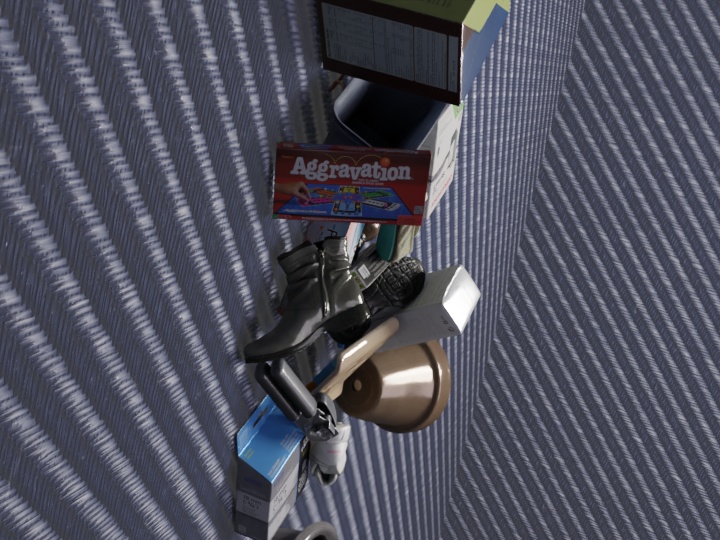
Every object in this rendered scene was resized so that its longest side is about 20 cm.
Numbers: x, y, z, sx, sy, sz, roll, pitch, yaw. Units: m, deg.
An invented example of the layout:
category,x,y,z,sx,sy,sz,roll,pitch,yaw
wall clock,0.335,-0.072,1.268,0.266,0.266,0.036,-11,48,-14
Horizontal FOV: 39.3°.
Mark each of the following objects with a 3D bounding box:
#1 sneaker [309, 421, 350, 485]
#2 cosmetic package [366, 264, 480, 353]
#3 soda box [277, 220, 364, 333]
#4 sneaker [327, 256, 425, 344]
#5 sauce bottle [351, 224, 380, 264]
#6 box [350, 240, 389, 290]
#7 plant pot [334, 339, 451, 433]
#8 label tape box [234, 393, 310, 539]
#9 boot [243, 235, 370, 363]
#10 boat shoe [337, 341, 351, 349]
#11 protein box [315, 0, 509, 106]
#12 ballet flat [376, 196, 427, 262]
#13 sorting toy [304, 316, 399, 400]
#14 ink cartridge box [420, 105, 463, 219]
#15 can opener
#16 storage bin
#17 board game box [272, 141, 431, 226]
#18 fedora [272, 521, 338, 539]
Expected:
category,x,y,z,sx,sy,sz,roll,pitch,yaw
sneaker,-0.063,0.298,1.644,0.200,0.076,0.101,128,-37,-79
cosmetic package,0.094,0.065,1.685,0.074,0.198,0.102,53,45,-22
soda box,-0.052,-0.016,1.473,0.068,0.063,0.203,43,66,-72
sneaker,0.017,0.040,1.647,0.198,0.091,0.077,-33,105,-15
sauce bottle,0.014,-0.093,1.606,0.065,0.064,0.201,88,24,-49
box,0.000,0.000,1.600,0.109,0.035,0.200,-33,-174,32
plant pot,0.042,0.200,1.832,0.173,0.198,0.204,2,106,-55
label tape box,-0.130,0.289,1.527,0.145,0.062,0.203,-53,155,-51
boot,-0.090,0.037,1.382,0.198,0.068,0.133,-25,98,-20
boat shoe,0.024,0.087,1.815,0.085,0.068,0.201,92,22,-43
protein box,0.072,-0.348,1.296,0.136,0.197,0.200,85,28,-53
ballet flat,0.067,-0.098,1.504,0.062,0.068,0.202,-17,142,-29
sorting toy,-0.038,0.164,1.619,0.184,0.037,0.201,-32,164,-53
ink cartridge box,0.115,-0.217,1.776,0.146,0.083,0.203,-54,156,-47
can opener,-0.089,0.185,1.483,0.068,0.052,0.201,-84,152,-42
storage bin,0.009,-0.196,1.398,0.135,0.145,0.201,-49,-175,46
board game box,-0.012,-0.110,1.291,0.020,0.196,0.104,-97,-169,-57
fedora,-0.123,0.503,1.722,0.199,0.089,0.180,2,104,-67
